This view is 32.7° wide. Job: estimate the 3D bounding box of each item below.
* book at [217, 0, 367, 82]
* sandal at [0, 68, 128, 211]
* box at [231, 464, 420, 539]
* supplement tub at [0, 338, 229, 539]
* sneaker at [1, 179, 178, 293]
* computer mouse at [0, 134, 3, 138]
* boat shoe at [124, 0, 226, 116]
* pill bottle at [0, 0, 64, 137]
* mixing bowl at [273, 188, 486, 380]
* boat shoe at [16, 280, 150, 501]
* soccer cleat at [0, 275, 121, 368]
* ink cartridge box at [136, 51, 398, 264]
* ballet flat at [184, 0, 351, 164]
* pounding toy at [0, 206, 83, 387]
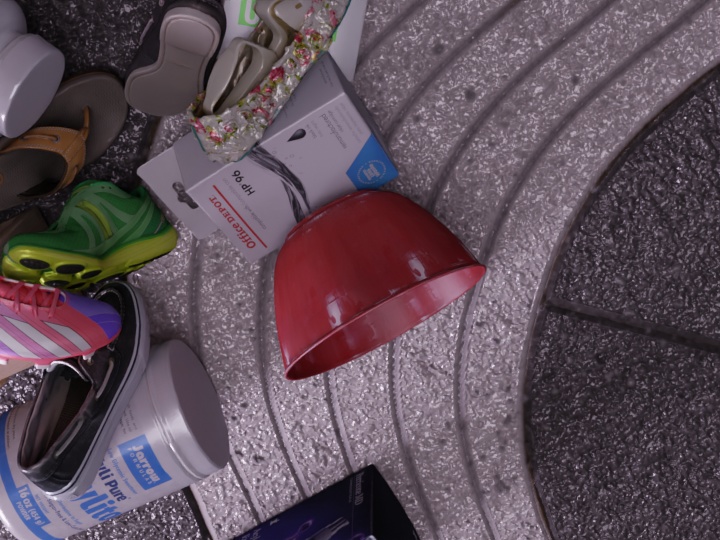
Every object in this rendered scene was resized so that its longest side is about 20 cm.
[{"bbox_3d":[-0.052,-0.274,1.049,0.131,0.048,0.204,9,104,-5],"label":"book"},{"bbox_3d":[-0.281,-0.098,1.061,0.199,0.054,0.083,-33,131,-19],"label":"sandal"},{"bbox_3d":[-0.045,0.298,1.164,0.198,0.148,0.105,-30,104,8],"label":"box"},{"bbox_3d":[-0.235,0.159,1.131,0.197,0.132,0.133,-24,105,8],"label":"supplement tub"},{"bbox_3d":[-0.240,-0.030,1.053,0.073,0.199,0.085,-29,86,28],"label":"sneaker"},{"bbox_3d":[-0.400,-0.091,1.105,0.197,0.044,0.111,-21,101,12],"label":"computer mouse"},{"bbox_3d":[-0.149,-0.188,1.022,0.066,0.200,0.058,19,68,-16],"label":"boat shoe"},{"bbox_3d":[-0.349,-0.198,1.015,0.198,0.113,0.114,34,105,3],"label":"pill bottle"},{"bbox_3d":[0.000,0.000,1.068,0.198,0.200,0.110,-29,79,9],"label":"mixing bowl"},{"bbox_3d":[-0.234,0.092,1.047,0.071,0.203,0.071,0,151,21],"label":"boat shoe"},{"bbox_3d":[-0.287,0.028,0.959,0.196,0.067,0.078,2,118,-9],"label":"soccer cleat"},{"bbox_3d":[-0.081,-0.086,1.065,0.198,0.068,0.116,-30,137,9],"label":"ink cartridge box"},{"bbox_3d":[-0.072,-0.178,0.990,0.064,0.075,0.202,40,77,-47],"label":"ballet flat"},{"bbox_3d":[-0.353,0.068,1.068,0.182,0.200,0.144,-23,106,7],"label":"pounding toy"}]
